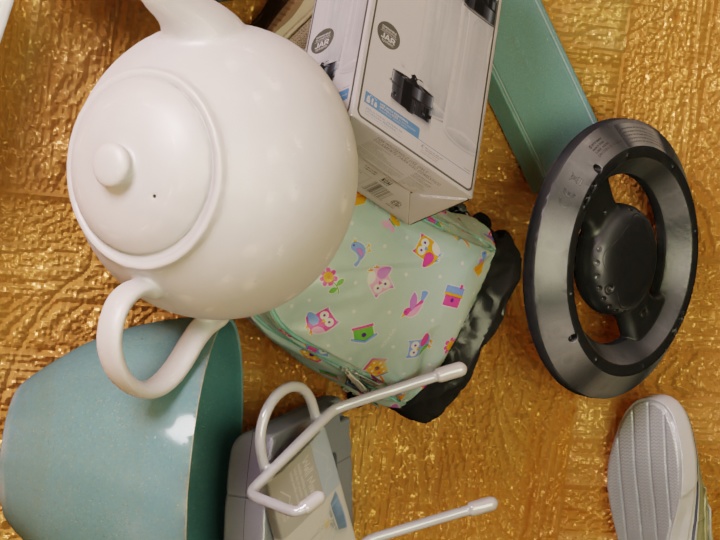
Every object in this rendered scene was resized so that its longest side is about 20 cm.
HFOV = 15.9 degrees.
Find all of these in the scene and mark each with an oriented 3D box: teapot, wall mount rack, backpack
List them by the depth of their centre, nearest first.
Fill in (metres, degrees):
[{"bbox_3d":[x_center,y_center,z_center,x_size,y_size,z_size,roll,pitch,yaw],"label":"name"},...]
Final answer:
[{"bbox_3d":[-0.109,-0.057,1.564,0.146,0.197,0.200,-4,57,-56],"label":"teapot"},{"bbox_3d":[0.005,0.151,1.714,0.174,0.074,0.200,-42,132,-37],"label":"wall mount rack"},{"bbox_3d":[0.000,0.000,1.738,0.200,0.127,0.167,28,86,-27],"label":"backpack"}]

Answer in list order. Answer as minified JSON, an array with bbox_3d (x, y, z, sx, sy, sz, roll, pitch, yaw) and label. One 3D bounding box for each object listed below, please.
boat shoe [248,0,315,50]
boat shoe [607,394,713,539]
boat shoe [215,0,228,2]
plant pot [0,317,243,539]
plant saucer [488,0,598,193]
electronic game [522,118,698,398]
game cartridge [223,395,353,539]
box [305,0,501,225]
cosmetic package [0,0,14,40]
[{"bbox_3d":[-0.052,-0.138,1.726,0.065,0.071,0.200,44,79,-22],"label":"boat shoe"},{"bbox_3d":[0.228,0.186,1.908,0.062,0.072,0.201,-16,109,-46],"label":"boat shoe"},{"bbox_3d":[-0.102,-0.197,1.634,0.072,0.202,0.060,-32,90,20],"label":"boat shoe"},{"bbox_3d":[-0.158,0.124,1.674,0.134,0.200,0.201,5,97,7],"label":"plant pot"},{"bbox_3d":[0.112,-0.156,1.824,0.070,0.019,0.200,-33,108,-16],"label":"plant saucer"},{"bbox_3d":[0.179,-0.008,1.830,0.200,0.042,0.201,-12,106,-48],"label":"electronic game"},{"bbox_3d":[-0.048,0.196,1.758,0.133,0.041,0.201,-17,109,-57],"label":"game cartridge"},{"bbox_3d":[0.027,-0.146,1.679,0.117,0.060,0.200,34,51,-32],"label":"box"},{"bbox_3d":[-0.303,-0.110,1.617,0.113,0.081,0.201,16,91,-26],"label":"cosmetic package"}]
